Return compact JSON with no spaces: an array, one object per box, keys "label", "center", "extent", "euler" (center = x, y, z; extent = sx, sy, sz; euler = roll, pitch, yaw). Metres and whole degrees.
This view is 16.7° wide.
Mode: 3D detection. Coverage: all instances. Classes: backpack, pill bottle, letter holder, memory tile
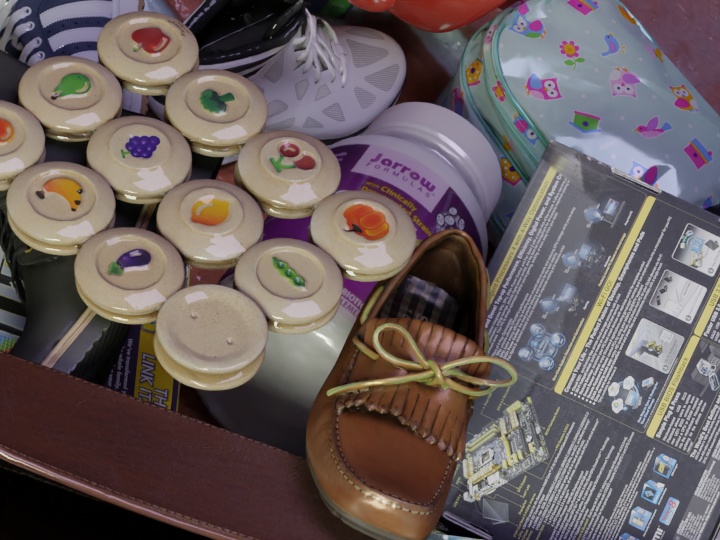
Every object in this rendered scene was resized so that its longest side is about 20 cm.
[{"label":"backpack","center":[0.132,-0.059,1.392],"extent":[0.166,0.127,0.200],"euler":[-22,69,-38]},{"label":"pill bottle","center":[0.000,0.000,1.271],"extent":[0.112,0.112,0.200],"euler":[38,46,-4]},{"label":"letter holder","center":[-0.088,0.134,1.018],"extent":[0.199,0.101,0.142],"euler":[21,21,-19]},{"label":"memory tile","center":[-0.085,-0.038,1.122],"extent":[0.200,0.017,0.153],"euler":[40,53,23]}]

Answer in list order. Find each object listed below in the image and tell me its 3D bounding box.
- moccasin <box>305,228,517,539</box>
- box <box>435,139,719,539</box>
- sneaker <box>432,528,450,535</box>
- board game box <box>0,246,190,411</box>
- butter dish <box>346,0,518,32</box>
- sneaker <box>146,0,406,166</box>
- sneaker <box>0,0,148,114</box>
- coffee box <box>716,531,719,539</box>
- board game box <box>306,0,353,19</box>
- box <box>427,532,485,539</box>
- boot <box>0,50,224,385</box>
[{"label":"moccasin","center":[0.026,0.048,1.093],"extent":[0.073,0.078,0.202],"euler":[29,32,-1]},{"label":"box","center":[0.122,0.058,1.211],"extent":[0.160,0.049,0.201],"euler":[25,76,8]},{"label":"sneaker","center":[0.085,0.088,1.292],"extent":[0.199,0.067,0.090],"euler":[-22,77,-38]},{"label":"board game box","center":[-0.170,0.053,1.159],"extent":[0.165,0.057,0.201],"euler":[21,49,-22]},{"label":"butter dish","center":[0.034,-0.205,1.368],"extent":[0.199,0.200,0.148],"euler":[43,62,-11]},{"label":"sneaker","center":[-0.032,-0.115,1.331],"extent":[0.200,0.115,0.076],"euler":[-18,69,-41]},{"label":"sneaker","center":[-0.170,-0.115,1.269],"extent":[0.108,0.070,0.201],"euler":[22,42,-25]},{"label":"coffee box","center":[0.213,0.126,1.318],"extent":[0.199,0.114,0.080],"euler":[-17,67,-39]},{"label":"board game box","center":[-0.099,-0.226,1.423],"extent":[0.199,0.034,0.136],"euler":[8,54,-29]},{"label":"box","center":[0.074,0.227,1.120],"extent":[0.136,0.038,0.201],"euler":[7,75,2]},{"label":"boot","center":[-0.162,-0.014,1.139],"extent":[0.138,0.078,0.200],"euler":[27,42,0]}]
